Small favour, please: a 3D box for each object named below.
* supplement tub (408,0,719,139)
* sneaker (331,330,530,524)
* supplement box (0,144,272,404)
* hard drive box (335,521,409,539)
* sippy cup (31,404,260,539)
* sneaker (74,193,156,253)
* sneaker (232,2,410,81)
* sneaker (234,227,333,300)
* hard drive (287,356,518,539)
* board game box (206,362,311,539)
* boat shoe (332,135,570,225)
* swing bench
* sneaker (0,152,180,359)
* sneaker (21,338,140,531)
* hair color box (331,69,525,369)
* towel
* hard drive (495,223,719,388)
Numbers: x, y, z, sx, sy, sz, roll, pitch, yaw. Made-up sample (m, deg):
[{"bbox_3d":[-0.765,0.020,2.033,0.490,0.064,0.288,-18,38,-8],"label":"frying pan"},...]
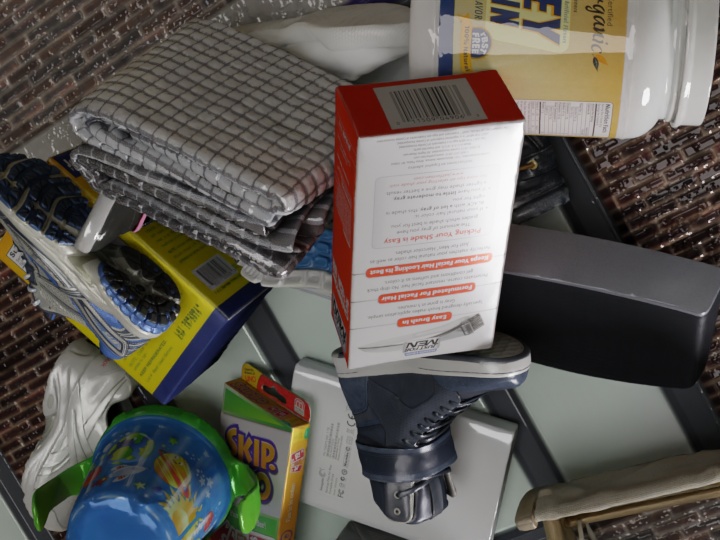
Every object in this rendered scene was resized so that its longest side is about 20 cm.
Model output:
[{"bbox_3d":[0.138,-0.165,0.854,0.198,0.145,0.146,3,109,8],"label":"supplement tub"},{"bbox_3d":[0.066,0.125,0.969,0.202,0.077,0.147,-8,95,52],"label":"sneaker"},{"bbox_3d":[-0.191,-0.005,1.060,0.200,0.110,0.109,41,116,3],"label":"supplement box"},{"bbox_3d":[0.038,0.347,1.108,0.155,0.077,0.202,13,112,17],"label":"hard drive box"},{"bbox_3d":[-0.186,0.204,1.064,0.177,0.130,0.140,-37,100,19],"label":"sippy cup"},{"bbox_3d":[-0.143,-0.061,0.984,0.099,0.200,0.071,38,132,-6],"label":"sneaker"},{"bbox_3d":[-0.033,-0.157,0.978,0.199,0.075,0.089,-2,112,32],"label":"sneaker"},{"bbox_3d":[0.000,0.000,0.999,0.199,0.087,0.075,21,94,28],"label":"sneaker"},{"bbox_3d":[0.028,0.166,1.079,0.199,0.026,0.133,16,112,15],"label":"hard drive"},{"bbox_3d":[-0.094,0.191,1.116,0.095,0.030,0.201,26,115,39],"label":"board game box"},{"bbox_3d":[0.062,-0.056,0.968,0.199,0.071,0.091,-22,95,24],"label":"boat shoe"},{"bbox_3d":[0.254,0.234,0.963,0.198,0.130,0.201,-17,95,25],"label":"swing bench"},{"bbox_3d":[-0.240,-0.006,0.978,0.200,0.077,0.085,45,121,2],"label":"sneaker"},{"bbox_3d":[-0.254,0.170,1.163,0.099,0.078,0.201,20,114,10],"label":"sneaker"},{"bbox_3d":[0.039,-0.030,0.832,0.110,0.064,0.201,-7,131,-12],"label":"hair color box"},{"bbox_3d":[-0.087,-0.093,0.900,0.199,0.166,0.086,25,133,19],"label":"towel"},{"bbox_3d":[0.167,0.029,0.939,0.199,0.043,0.135,12,144,16],"label":"hard drive"}]
